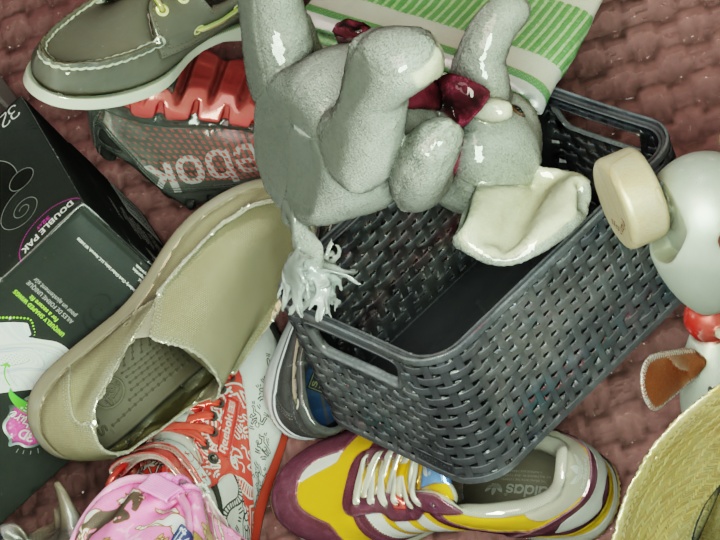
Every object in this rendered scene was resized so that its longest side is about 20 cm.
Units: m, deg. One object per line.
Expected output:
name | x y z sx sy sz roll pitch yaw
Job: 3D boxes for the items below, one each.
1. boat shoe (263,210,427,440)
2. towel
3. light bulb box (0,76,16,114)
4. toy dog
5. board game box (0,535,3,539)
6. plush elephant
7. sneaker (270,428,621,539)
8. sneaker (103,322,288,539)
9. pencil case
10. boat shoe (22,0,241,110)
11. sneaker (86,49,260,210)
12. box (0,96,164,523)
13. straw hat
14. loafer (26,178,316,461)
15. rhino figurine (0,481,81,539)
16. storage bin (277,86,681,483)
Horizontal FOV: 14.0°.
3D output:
boat shoe | 0.000 0.000 1.630 0.200 0.070 0.066 -68 20 -4
towel | 0.066 -0.172 1.643 0.152 0.023 0.200 17 46 11
light bulb box | -0.315 -0.065 1.731 0.200 0.198 0.125 -40 58 4
toy dog | 0.189 0.015 1.492 0.132 0.200 0.096 -34 39 7
board game box | -0.276 0.212 1.652 0.200 0.135 0.035 -33 56 9
plush elephant | 0.033 -0.077 1.484 0.155 0.200 0.165 -15 32 -29
sneaker | 0.036 0.110 1.588 0.200 0.090 0.075 -5 70 20
sneaker | -0.092 0.098 1.634 0.067 0.108 0.202 -1 72 22
pencil case | -0.069 0.185 1.546 0.086 0.200 0.083 -22 47 23
boat shoe | -0.109 -0.151 1.659 0.072 0.060 0.202 38 47 26
sneaker | -0.070 -0.078 1.708 0.200 0.098 0.071 15 40 3
box | -0.211 0.032 1.671 0.200 0.124 0.149 -42 35 3
straw hat | 0.201 0.136 1.503 0.201 0.201 0.085 -51 20 -1
loafer | -0.091 0.034 1.591 0.200 0.076 0.068 -47 35 -8
rhino figurine | -0.156 0.200 1.594 0.060 0.200 0.087 -21 33 -26
storage bin | 0.073 0.003 1.556 0.200 0.094 0.135 -43 41 -23
